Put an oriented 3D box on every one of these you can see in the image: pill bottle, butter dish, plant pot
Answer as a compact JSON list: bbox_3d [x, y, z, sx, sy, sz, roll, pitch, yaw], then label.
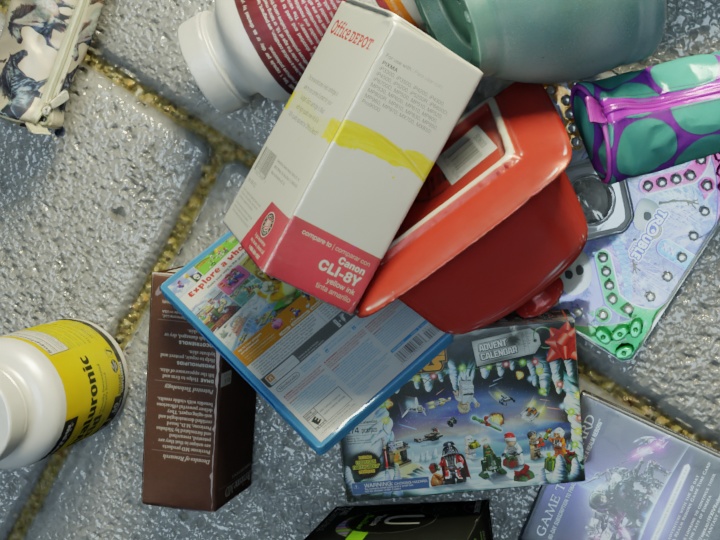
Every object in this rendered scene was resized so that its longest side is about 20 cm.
[{"bbox_3d":[-0.288,0.108,1.158,0.110,0.200,0.112,2,96,15],"label":"pill bottle"},{"bbox_3d":[-0.046,-0.211,1.107,0.199,0.113,0.114,-26,89,15],"label":"pill bottle"},{"bbox_3d":[0.102,-0.025,1.043,0.199,0.200,0.148,-38,111,15],"label":"butter dish"},{"bbox_3d":[0.115,-0.222,0.999,0.133,0.200,0.201,-25,89,-10],"label":"plant pot"}]

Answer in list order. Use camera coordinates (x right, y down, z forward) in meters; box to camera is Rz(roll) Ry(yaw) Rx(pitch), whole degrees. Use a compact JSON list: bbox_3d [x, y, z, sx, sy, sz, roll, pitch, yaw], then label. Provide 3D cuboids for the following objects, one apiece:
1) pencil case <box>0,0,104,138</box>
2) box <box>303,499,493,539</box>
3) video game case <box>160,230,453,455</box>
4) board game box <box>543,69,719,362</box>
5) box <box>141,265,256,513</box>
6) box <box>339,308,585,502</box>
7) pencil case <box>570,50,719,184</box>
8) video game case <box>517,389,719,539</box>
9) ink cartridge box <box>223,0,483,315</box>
[{"bbox_3d":[-0.267,-0.220,1.182,0.089,0.078,0.201,29,103,32],"label":"pencil case"},{"bbox_3d":[0.026,0.274,1.092,0.147,0.200,0.125,-5,94,15],"label":"box"},{"bbox_3d":[-0.045,0.034,1.074,0.143,0.018,0.200,-39,63,-18],"label":"video game case"},{"bbox_3d":[0.188,-0.058,1.106,0.199,0.026,0.201,33,102,10],"label":"board game box"},{"bbox_3d":[-0.137,0.098,1.169,0.074,0.100,0.202,7,98,14],"label":"box"},{"bbox_3d":[0.079,0.111,1.096,0.198,0.040,0.138,-6,102,2],"label":"box"},{"bbox_3d":[0.264,-0.129,1.023,0.198,0.092,0.086,-16,77,1],"label":"pencil case"},{"bbox_3d":[0.249,0.206,1.120,0.199,0.019,0.144,24,101,12],"label":"video game case"},{"bbox_3d":[-0.009,-0.089,0.999,0.083,0.145,0.201,26,98,-21],"label":"ink cartridge box"}]
